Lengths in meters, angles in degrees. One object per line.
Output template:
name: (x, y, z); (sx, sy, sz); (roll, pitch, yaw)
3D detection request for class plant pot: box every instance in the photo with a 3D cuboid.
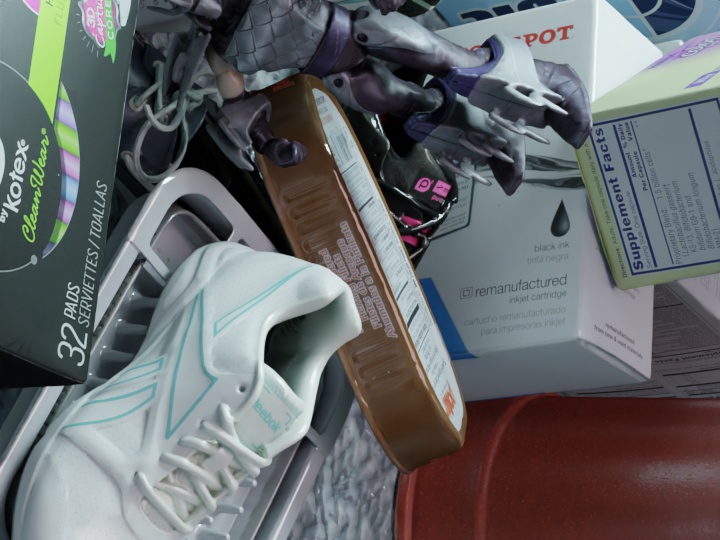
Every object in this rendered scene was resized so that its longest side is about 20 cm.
plant pot: (0.154, 0.153, 1.143); (0.200, 0.194, 0.202); (18, 68, -55)

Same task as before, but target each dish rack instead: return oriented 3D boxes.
dish rack: (-0.090, 0.074, 0.900); (0.172, 0.043, 0.201); (51, 53, -40)

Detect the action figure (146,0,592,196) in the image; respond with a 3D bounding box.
action figure: (-0.002, -0.094, 0.874); (0.199, 0.130, 0.070); (18, 45, -24)

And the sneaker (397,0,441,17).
sneaker: (0.053, -0.223, 1.097); (0.074, 0.200, 0.080); (36, 47, 11)

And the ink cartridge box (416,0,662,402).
ink cartridge box: (0.085, -0.036, 1.122); (0.086, 0.146, 0.201); (28, 60, -49)

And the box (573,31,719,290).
box: (0.241, -0.076, 1.050); (0.176, 0.199, 0.097); (-34, 110, -53)

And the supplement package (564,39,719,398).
supplement package: (0.170, -0.018, 1.247); (0.200, 0.150, 0.153); (36, 54, -48)

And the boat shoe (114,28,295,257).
boat shoe: (-0.092, -0.063, 0.930); (0.200, 0.062, 0.075); (60, 40, -30)

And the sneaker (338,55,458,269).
sneaker: (0.008, -0.031, 1.059); (0.077, 0.083, 0.201); (8, 76, -56)

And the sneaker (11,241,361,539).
sneaker: (-0.071, 0.066, 0.828); (0.201, 0.080, 0.071); (-58, 134, -29)

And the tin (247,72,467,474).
tin: (0.000, 0.000, 0.971); (0.112, 0.042, 0.201); (-44, 112, -76)

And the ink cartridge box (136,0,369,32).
ink cartridge box: (-0.007, -0.205, 0.966); (0.146, 0.199, 0.148); (-14, 95, -57)

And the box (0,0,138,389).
box: (-0.177, -0.068, 0.743); (0.148, 0.124, 0.201); (30, 60, -52)

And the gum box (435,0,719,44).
gum box: (0.131, -0.174, 1.203); (0.200, 0.169, 0.045); (44, 48, -43)
